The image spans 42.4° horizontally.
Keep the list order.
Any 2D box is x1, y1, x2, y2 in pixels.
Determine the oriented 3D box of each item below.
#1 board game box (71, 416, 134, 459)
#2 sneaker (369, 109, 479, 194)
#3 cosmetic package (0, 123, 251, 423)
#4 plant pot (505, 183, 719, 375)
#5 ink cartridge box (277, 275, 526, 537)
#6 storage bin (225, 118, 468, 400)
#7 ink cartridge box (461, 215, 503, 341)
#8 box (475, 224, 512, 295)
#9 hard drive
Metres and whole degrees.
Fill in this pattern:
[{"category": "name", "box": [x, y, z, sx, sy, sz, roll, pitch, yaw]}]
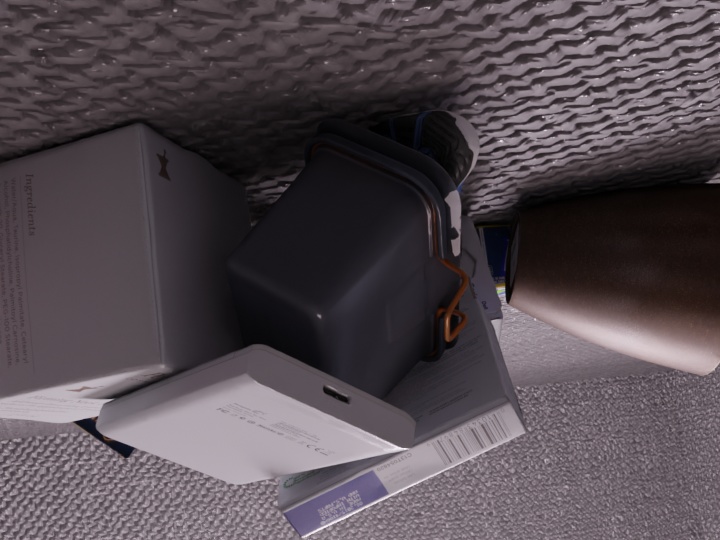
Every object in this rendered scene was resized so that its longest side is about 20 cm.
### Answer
[{"category": "board game box", "box": [-0.299, 0.087, 0.846, 0.135, 0.035, 0.200, 17, 155, 51]}, {"category": "sneaker", "box": [0.043, -0.074, 0.707, 0.076, 0.077, 0.200, -24, 176, -23]}, {"category": "cosmetic package", "box": [-0.197, 0.014, 0.692, 0.197, 0.169, 0.167, -13, 166, 17]}, {"category": "plant pot", "box": [0.248, -0.002, 0.920, 0.197, 0.190, 0.187, 6, 168, 3]}, {"category": "ink cartridge box", "box": [0.026, 0.104, 0.768, 0.198, 0.041, 0.201, -28, -156, 11]}, {"category": "storage bin", "box": [-0.008, 0.025, 0.659, 0.144, 0.134, 0.202, 26, 146, 25]}, {"category": "ink cartridge box", "box": [0.084, 0.066, 0.960, 0.082, 0.148, 0.202, -6, 134, -6]}, {"category": "box", "box": [0.210, -0.014, 1.025, 0.197, 0.071, 0.064, -4, 169, -16]}, {"category": "hard drive", "box": [-0.077, 0.104, 0.628, 0.131, 0.027, 0.199, 29, 147, -30]}]
